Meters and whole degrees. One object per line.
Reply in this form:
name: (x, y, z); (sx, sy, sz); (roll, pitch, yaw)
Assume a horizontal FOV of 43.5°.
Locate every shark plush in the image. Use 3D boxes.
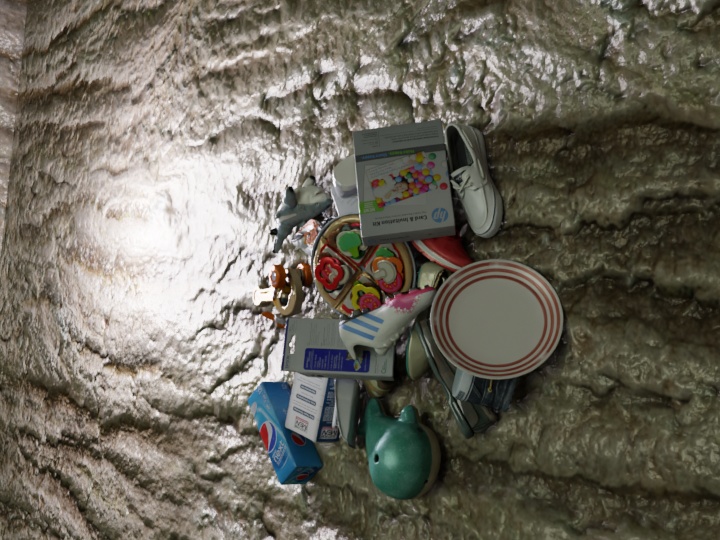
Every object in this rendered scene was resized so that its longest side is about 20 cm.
shark plush: (-0.135, -0.100, 1.823); (0.083, 0.091, 0.200); (45, 116, 8)

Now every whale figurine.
whale figurine: (0.046, 0.295, 1.520); (0.200, 0.103, 0.160); (42, 115, 46)

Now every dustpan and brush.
dustpan and brush: (-0.031, 0.211, 1.609); (0.057, 0.140, 0.202); (4, 77, 7)

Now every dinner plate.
dinner plate: (0.205, 0.074, 1.361); (0.198, 0.024, 0.202); (-3, 61, 6)

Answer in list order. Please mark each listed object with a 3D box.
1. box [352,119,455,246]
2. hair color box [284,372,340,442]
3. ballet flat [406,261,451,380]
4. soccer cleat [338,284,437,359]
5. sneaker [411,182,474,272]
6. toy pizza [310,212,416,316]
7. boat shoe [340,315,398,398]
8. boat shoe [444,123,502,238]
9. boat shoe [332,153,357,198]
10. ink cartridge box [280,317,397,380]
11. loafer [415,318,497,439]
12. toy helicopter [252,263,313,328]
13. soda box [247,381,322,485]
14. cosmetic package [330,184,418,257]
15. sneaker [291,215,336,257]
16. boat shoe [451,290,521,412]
box: (0.071, -0.147, 1.498); (0.154, 0.041, 0.202); (-7, 68, 6)
hair color box: (-0.074, 0.212, 1.701); (0.100, 0.060, 0.202); (15, 94, 49)
ballet flat: (0.120, 0.085, 1.507); (0.069, 0.069, 0.202); (3, 85, 48)
soccer cleat: (0.052, 0.088, 1.487); (0.199, 0.070, 0.087); (-24, 81, 34)
sneaker: (0.136, -0.084, 1.506); (0.200, 0.078, 0.116); (41, 106, 32)
toy pizza: (0.000, 0.000, 1.557); (0.198, 0.032, 0.203); (7, 109, 22)
boat shoe: (0.000, 0.138, 1.630); (0.076, 0.071, 0.202); (-52, 48, 45)
boat shoe: (0.175, -0.148, 1.479); (0.073, 0.065, 0.202); (-34, 59, 39)
boat shoe: (0.041, -0.184, 1.584); (0.072, 0.199, 0.069); (51, 164, 18)
ink cartridge box: (-0.035, 0.136, 1.567); (0.198, 0.039, 0.101); (3, 71, 9)
loafer: (0.152, 0.164, 1.438); (0.062, 0.072, 0.202); (-25, 79, 6)
toy helicopter: (-0.168, 0.059, 1.842); (0.199, 0.078, 0.134); (-8, 86, 58)
soda box: (-0.150, 0.315, 1.763); (0.064, 0.067, 0.201); (-51, 50, 29)
cosmetic package: (0.023, -0.091, 1.636); (0.102, 0.074, 0.202); (-42, 53, 36)
sneaker: (-0.056, -0.046, 1.686); (0.076, 0.092, 0.200); (-48, 18, -9)
boat shoe: (0.206, 0.121, 1.403); (0.071, 0.090, 0.202); (118, 171, -61)
